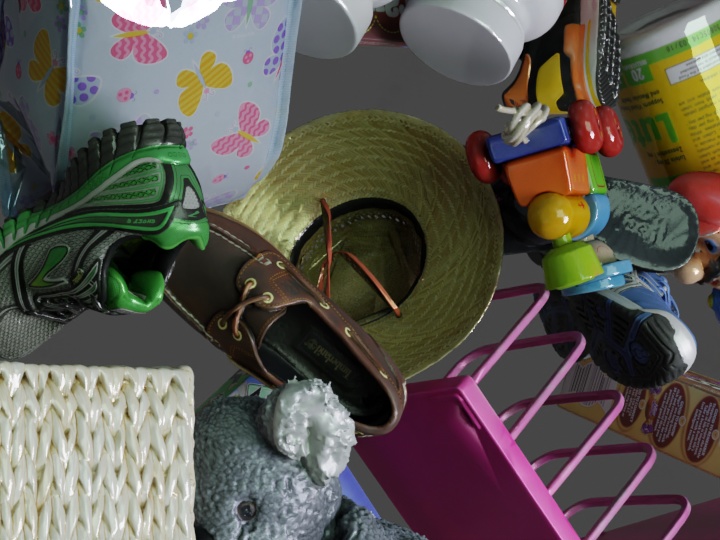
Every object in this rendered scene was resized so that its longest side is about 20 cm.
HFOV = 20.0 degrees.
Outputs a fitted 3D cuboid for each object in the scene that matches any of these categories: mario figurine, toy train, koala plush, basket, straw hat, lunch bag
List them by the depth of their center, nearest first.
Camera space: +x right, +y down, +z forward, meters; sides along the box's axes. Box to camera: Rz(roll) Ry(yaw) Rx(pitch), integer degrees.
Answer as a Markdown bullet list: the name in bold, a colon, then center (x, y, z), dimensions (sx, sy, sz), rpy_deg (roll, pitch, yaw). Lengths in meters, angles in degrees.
- **basket**: center (-0.200, 0.151, 1.130), dimensions (0.160, 0.198, 0.202), rpy_deg (4, 82, -37)
- **koala plush**: center (-0.048, 0.160, 1.230), dimensions (0.184, 0.177, 0.201), rpy_deg (-37, 106, -44)
- **lunch bag**: center (-0.138, -0.121, 1.247), dimensions (0.169, 0.127, 0.201), rpy_deg (-13, 125, -31)
- **toy train**: center (0.117, -0.040, 1.261), dimensions (0.200, 0.084, 0.117), rpy_deg (-5, 80, -73)
- **straw hat**: center (0.000, 0.000, 1.351), dimensions (0.085, 0.199, 0.203), rpy_deg (62, 40, -69)
- **mario figurine**: center (0.264, 0.022, 1.477), dimensions (0.201, 0.123, 0.106), rpy_deg (62, 29, -21)

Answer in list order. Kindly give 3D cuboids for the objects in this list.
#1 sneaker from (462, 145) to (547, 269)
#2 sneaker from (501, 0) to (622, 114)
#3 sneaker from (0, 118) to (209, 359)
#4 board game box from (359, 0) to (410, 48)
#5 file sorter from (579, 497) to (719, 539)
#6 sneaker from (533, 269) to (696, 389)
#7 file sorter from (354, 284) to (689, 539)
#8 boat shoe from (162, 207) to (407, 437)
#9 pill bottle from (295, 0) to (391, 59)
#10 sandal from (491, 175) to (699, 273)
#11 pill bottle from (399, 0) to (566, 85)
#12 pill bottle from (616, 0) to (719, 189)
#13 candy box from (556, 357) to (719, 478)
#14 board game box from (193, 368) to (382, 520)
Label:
- **sneaker**: center (0.120, -0.047, 1.447), dimensions (0.199, 0.091, 0.077), rpy_deg (12, 80, -33)
- **sneaker**: center (0.141, -0.196, 1.492), dimensions (0.070, 0.089, 0.201), rpy_deg (62, 26, -47)
- **sneaker**: center (-0.162, -0.001, 1.180), dimensions (0.078, 0.200, 0.086), rpy_deg (0, 59, -44)
- **board game box**: center (0.006, -0.209, 1.427), dimensions (0.199, 0.019, 0.104), rpy_deg (-1, 86, -36)
- **file sorter**: center (0.281, 0.240, 1.499), dimensions (0.199, 0.139, 0.127), rpy_deg (-10, 92, -36)
- **sneaker**: center (0.186, 0.028, 1.411), dimensions (0.077, 0.200, 0.076), rpy_deg (-24, 106, -11)
- **file sorter**: center (0.107, 0.124, 1.381), dimensions (0.125, 0.139, 0.201), rpy_deg (-46, 110, -33)
- **boat shoe**: center (-0.054, 0.029, 1.238), dimensions (0.199, 0.070, 0.071), rpy_deg (35, 96, -5)
- **pill bottle**: center (-0.002, -0.246, 1.344), dimensions (0.116, 0.116, 0.201), rpy_deg (40, 63, -25)
- **sandal**: center (0.138, -0.045, 1.388), dimensions (0.199, 0.048, 0.076), rpy_deg (6, 80, -10)
- **pill bottle**: center (0.104, -0.233, 1.419), dimensions (0.112, 0.112, 0.201), rpy_deg (39, 63, -26)
- **pill bottle**: center (0.264, -0.100, 1.542), dimensions (0.111, 0.111, 0.201), rpy_deg (-31, 102, -34)
- **candy box**: center (0.246, 0.108, 1.448), dimensions (0.116, 0.200, 0.057), rpy_deg (15, 92, -33)
- **board game box**: center (-0.054, 0.174, 1.334), dimensions (0.135, 0.029, 0.201), rpy_deg (-43, 109, -30)
